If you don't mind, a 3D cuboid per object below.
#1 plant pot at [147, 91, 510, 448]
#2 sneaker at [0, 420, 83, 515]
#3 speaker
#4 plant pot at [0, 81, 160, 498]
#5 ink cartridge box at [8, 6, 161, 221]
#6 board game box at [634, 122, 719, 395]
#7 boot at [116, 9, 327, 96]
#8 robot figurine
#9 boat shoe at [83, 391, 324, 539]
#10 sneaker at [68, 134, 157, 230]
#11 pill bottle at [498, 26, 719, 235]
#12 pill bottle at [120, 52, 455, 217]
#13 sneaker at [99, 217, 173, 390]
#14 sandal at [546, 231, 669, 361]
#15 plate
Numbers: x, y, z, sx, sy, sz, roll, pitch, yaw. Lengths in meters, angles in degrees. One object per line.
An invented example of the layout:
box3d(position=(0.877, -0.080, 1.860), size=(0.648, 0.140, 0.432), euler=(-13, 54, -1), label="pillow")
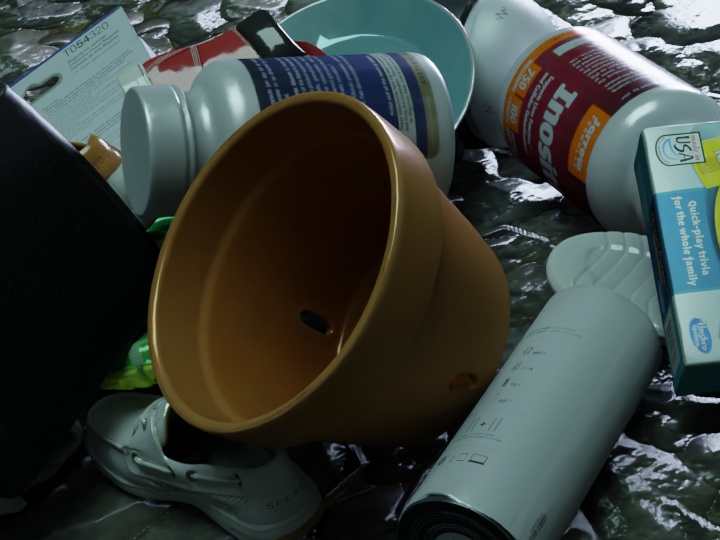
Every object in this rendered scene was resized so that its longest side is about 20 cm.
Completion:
box3d(position=(-0.008, 0.018, 0.975), size=(0.199, 0.140, 0.202), euler=(-24, 53, 36), label="plant pot")
box3d(position=(-0.221, 0.092, 1.102), size=(0.098, 0.078, 0.201), euler=(1, 43, 13), label="sneaker")
box3d(position=(0.099, 0.094, 0.946), size=(0.081, 0.082, 0.200), euler=(6, 37, 30), label="speaker")
box3d(position=(-0.263, -0.006, 1.025), size=(0.198, 0.178, 0.200), euler=(6, 45, 28), label="plant pot")
box3d(position=(-0.219, -0.079, 1.284), size=(0.196, 0.043, 0.201), euler=(-35, 49, 5), label="ink cartridge box")
box3d(position=(0.270, -0.016, 0.977), size=(0.198, 0.047, 0.152), euler=(-6, 64, 0), label="board game box")
box3d(position=(-0.066, -0.081, 1.166), size=(0.143, 0.072, 0.201), euler=(-24, 74, -5), label="boot")
box3d(position=(0.062, -0.156, 1.320), size=(0.198, 0.152, 0.124), euler=(5, 6, 30), label="robot figurine")
box3d(position=(-0.103, 0.101, 1.028), size=(0.199, 0.070, 0.071), euler=(15, 45, 41), label="boat shoe")
box3d(position=(-0.217, -0.055, 1.160), size=(0.199, 0.085, 0.073), euler=(-13, 37, 46), label="sneaker")
box3d(position=(0.186, -0.087, 1.164), size=(0.112, 0.114, 0.200), euler=(-23, 32, -14), label="pill bottle")
box3d(position=(-0.049, -0.081, 1.083), size=(0.198, 0.112, 0.111), euler=(-5, 27, -21), label="pill bottle")
box3d(position=(-0.145, 0.020, 1.139), size=(0.073, 0.084, 0.200), euler=(-11, 22, 3), label="sneaker")
box3d(position=(0.207, 0.032, 1.032), size=(0.201, 0.050, 0.083), euler=(16, 44, 18), label="sandal")
box3d(position=(-0.009, -0.124, 1.234), size=(0.198, 0.026, 0.202), euler=(-10, 54, 14), label="plate")
